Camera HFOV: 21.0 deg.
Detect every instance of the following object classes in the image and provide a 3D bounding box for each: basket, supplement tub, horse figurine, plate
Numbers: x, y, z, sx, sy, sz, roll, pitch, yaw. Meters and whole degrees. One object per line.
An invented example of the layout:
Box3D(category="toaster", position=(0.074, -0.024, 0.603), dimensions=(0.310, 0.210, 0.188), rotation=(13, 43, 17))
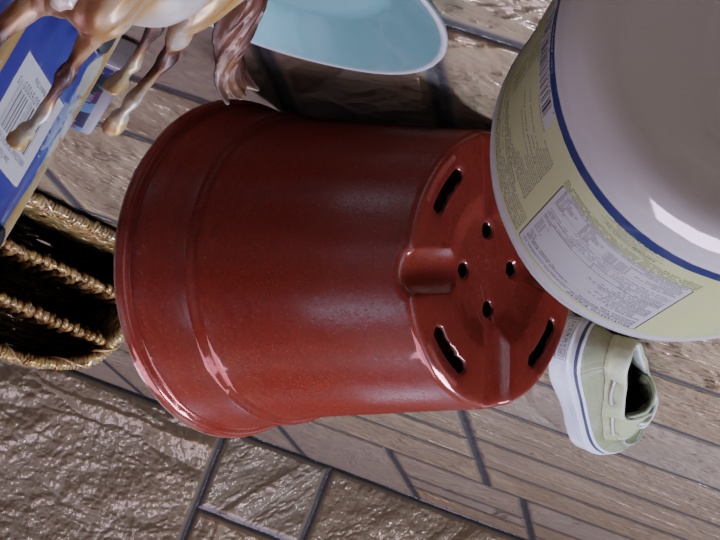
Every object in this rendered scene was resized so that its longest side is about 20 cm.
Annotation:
Box3D(category="basket", position=(-0.305, 0.014, 1.783), dimensions=(0.200, 0.143, 0.149), rotation=(28, 168, -29))
Box3D(category="supplement tub", position=(0.125, -0.052, 0.697), dimensions=(0.144, 0.146, 0.200), rotation=(22, 169, -1))
Box3D(category="horse figurine", position=(-0.092, -0.107, 0.802), dimensions=(0.050, 0.133, 0.200), rotation=(49, -153, 14))
Box3D(category="plate", position=(-0.049, -0.146, 0.888), dimensions=(0.199, 0.026, 0.200), rotation=(21, 169, 4))

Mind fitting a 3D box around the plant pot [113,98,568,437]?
Box3D(category="plant pot", position=(0.000, 0.000, 1.089), dimensions=(0.195, 0.202, 0.201), rotation=(1, 158, 41))

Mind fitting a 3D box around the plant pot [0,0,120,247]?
Box3D(category="plant pot", position=(-0.225, -0.112, 0.882), dimensions=(0.179, 0.201, 0.200), rotation=(26, 170, 8))

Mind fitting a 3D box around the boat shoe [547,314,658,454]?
Box3D(category="boat shoe", position=(0.188, 0.095, 1.441), dimensions=(0.062, 0.072, 0.200), rotation=(19, 166, 25))

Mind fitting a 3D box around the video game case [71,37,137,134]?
Box3D(category="video game case", position=(-0.239, -0.149, 1.226), dimensions=(0.182, 0.023, 0.200), rotation=(24, 167, -11))
